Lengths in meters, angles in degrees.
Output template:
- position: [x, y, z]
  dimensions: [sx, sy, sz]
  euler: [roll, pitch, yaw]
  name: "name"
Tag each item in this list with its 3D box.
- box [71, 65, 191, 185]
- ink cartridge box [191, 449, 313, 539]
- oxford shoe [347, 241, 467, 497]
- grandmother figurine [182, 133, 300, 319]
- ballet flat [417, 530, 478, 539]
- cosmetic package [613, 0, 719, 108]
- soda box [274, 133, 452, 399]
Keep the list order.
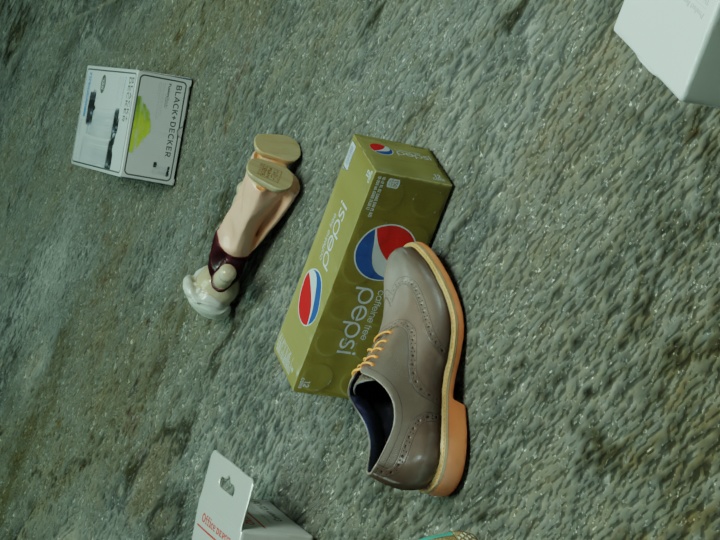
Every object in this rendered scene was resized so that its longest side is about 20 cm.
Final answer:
- position: [-0.246, -0.158, 2.297]
  dimensions: [0.200, 0.060, 0.117]
  euler: [-161, 81, -66]
  name: "box"
- position: [-0.097, 0.260, 1.789]
  dimensions: [0.116, 0.067, 0.200]
  euler: [-155, 75, -66]
  name: "ink cartridge box"
- position: [0.030, 0.064, 1.562]
  dimensions: [0.071, 0.073, 0.200]
  euler: [131, 142, -49]
  name: "oxford shoe"
- position: [-0.111, -0.027, 1.950]
  dimensions: [0.200, 0.060, 0.121]
  euler: [-62, 2, 43]
  name: "grandmother figurine"
- position: [0.038, 0.275, 1.476]
  dimensions: [0.070, 0.065, 0.200]
  euler: [-173, 92, -68]
  name: "ballet flat"
- position: [0.225, -0.199, 1.217]
  dimensions: [0.101, 0.071, 0.200]
  euler: [-120, 45, -55]
  name: "cosmetic package"
- position: [0.000, 0.000, 1.663]
  dimensions: [0.064, 0.068, 0.200]
  euler: [-118, 44, -54]
  name: "soda box"
